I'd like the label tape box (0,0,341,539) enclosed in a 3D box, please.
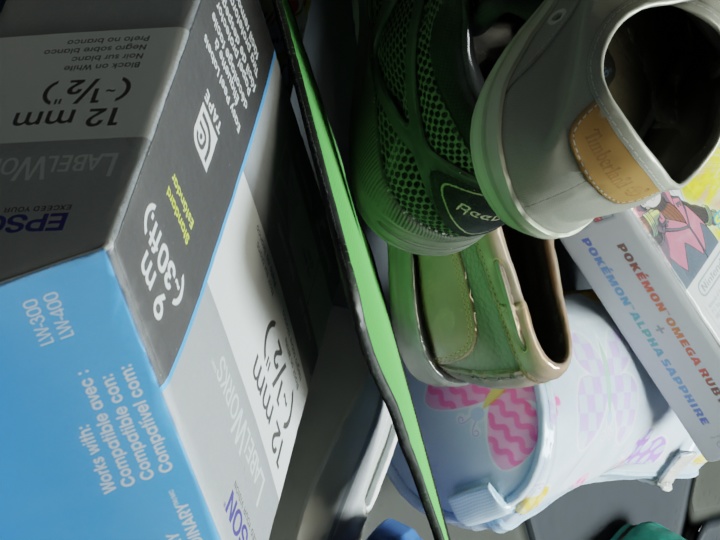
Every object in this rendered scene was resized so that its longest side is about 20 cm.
[{"bbox_3d":[-0.065,0.021,0.669,0.201,0.066,0.144,-78,159,-44],"label":"label tape box"}]

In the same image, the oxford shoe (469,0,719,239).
[{"bbox_3d":[0.097,-0.091,0.740,0.075,0.058,0.200,49,53,-29],"label":"oxford shoe"}]

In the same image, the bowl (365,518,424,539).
[{"bbox_3d":[-0.022,0.183,0.868,0.201,0.039,0.201,-60,171,-15],"label":"bowl"}]

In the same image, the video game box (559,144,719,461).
[{"bbox_3d":[0.148,-0.052,1.038,0.183,0.047,0.200,57,44,-18],"label":"video game box"}]

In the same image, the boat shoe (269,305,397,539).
[{"bbox_3d":[-0.039,0.109,0.864,0.069,0.072,0.201,59,42,-49],"label":"boat shoe"}]

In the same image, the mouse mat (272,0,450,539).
[{"bbox_3d":[0.000,0.000,0.793,0.200,0.007,0.161,73,2,-54],"label":"mouse mat"}]

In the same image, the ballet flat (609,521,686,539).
[{"bbox_3d":[0.113,0.176,1.148,0.200,0.070,0.068,-34,132,-49],"label":"ballet flat"}]

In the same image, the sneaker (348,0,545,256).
[{"bbox_3d":[0.040,-0.114,0.805,0.076,0.114,0.200,5,75,-28],"label":"sneaker"}]

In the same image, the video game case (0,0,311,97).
[{"bbox_3d":[-0.086,-0.033,0.757,0.200,0.023,0.183,3,100,-60],"label":"video game case"}]

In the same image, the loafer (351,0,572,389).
[{"bbox_3d":[0.044,-0.056,0.894,0.072,0.063,0.201,-16,105,-47],"label":"loafer"}]

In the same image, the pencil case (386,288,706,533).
[{"bbox_3d":[0.084,0.053,1.027,0.200,0.083,0.091,-3,90,-59],"label":"pencil case"}]
